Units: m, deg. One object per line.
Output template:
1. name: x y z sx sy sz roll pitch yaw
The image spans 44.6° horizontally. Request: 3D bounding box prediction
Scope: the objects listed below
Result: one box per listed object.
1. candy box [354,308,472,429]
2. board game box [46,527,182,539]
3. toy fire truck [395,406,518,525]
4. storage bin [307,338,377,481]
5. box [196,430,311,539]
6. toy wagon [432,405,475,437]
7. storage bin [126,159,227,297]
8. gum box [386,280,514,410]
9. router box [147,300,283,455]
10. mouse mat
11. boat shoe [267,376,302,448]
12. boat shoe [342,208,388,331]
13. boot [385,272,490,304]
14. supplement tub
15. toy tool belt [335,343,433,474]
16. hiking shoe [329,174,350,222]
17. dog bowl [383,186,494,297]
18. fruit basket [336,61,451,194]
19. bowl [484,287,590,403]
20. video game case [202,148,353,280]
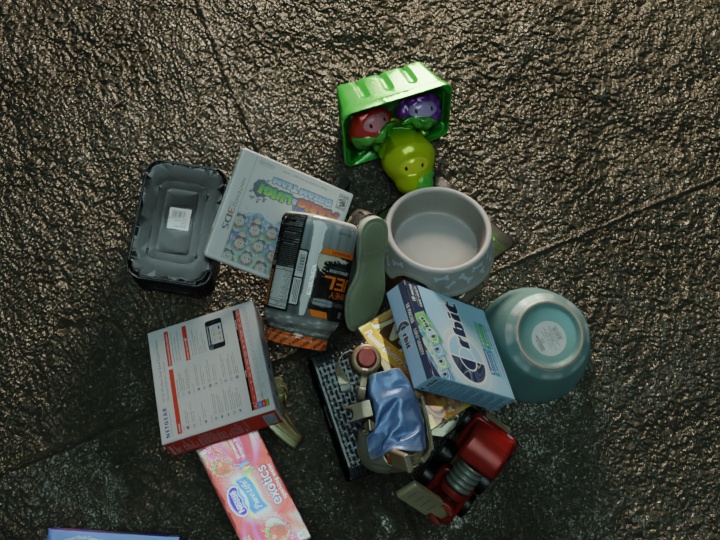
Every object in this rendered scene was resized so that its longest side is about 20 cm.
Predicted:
1. candy box: 0.090 0.153 1.414 0.115 0.055 0.200 -29 79 -15
2. board game box: -0.380 0.468 1.340 0.199 0.045 0.135 5 76 -4
3. toy fire truck: 0.142 0.307 1.329 0.129 0.200 0.176 37 103 3
4. storage bin: -0.009 0.222 1.387 0.093 0.135 0.201 -18 78 -9
5. box: -0.165 0.346 1.364 0.102 0.095 0.200 -26 80 -10
6. toy wagon: 0.119 0.173 1.462 0.155 0.040 0.201 9 75 -3
7. storage bin: -0.296 -0.068 1.449 0.135 0.094 0.201 8 77 -3
8. gum box: 0.141 0.119 1.361 0.200 0.045 0.170 21 42 -42
9. router box: -0.228 0.163 1.363 0.179 0.049 0.200 -17 57 1
10. mouse mat: 0.141 -0.068 1.498 0.161 0.008 0.200 -35 65 -23
11. boat shoe: -0.152 0.194 1.414 0.066 0.074 0.200 -39 82 -7
12. boat shoe: 0.000 0.000 1.438 0.072 0.061 0.202 -4 115 -32
13. boot: 0.123 -0.014 1.501 0.200 0.070 0.146 28 66 8
14. supplement tub: -0.080 0.017 1.358 0.122 0.123 0.201 12 89 -2
15. toy tool belt: 0.036 0.194 1.264 0.124 0.123 0.201 -15 78 -9
16. hiking shoe: -0.036 -0.060 1.496 0.100 0.076 0.201 16 84 -10
17. dog bowl: 0.126 -0.054 1.449 0.199 0.059 0.201 1 55 -2
18. fruit basket: 0.068 -0.233 1.510 0.215 0.156 0.216 -1 58 2
19. bowl: 0.300 0.114 1.460 0.200 0.105 0.202 1 75 -5
20. video game case: -0.130 -0.075 1.413 0.199 0.024 0.183 22 84 -20
